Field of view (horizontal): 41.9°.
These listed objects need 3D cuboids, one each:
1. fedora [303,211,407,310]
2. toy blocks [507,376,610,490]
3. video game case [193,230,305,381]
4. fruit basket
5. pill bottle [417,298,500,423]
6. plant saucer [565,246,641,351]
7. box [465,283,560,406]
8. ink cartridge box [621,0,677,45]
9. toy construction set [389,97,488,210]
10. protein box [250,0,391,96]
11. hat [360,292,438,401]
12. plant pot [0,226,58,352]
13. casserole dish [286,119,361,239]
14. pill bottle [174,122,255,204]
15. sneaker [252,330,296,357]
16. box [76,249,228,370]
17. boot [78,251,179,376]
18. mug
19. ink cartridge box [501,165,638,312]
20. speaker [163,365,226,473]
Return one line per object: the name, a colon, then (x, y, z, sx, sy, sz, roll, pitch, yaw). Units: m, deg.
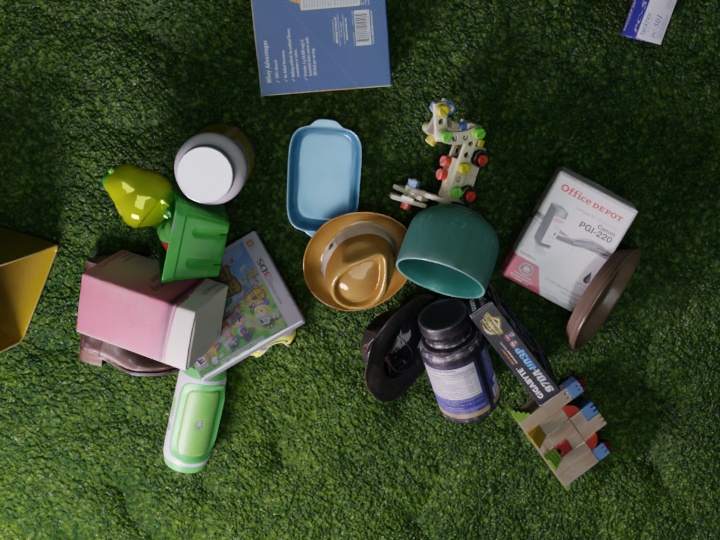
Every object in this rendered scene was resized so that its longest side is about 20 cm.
fedora: (0.000, 0.000, 1.564, 0.200, 0.082, 0.201, -3, 122, -4)
toy blocks: (0.369, 0.278, 1.666, 0.137, 0.100, 0.200, -36, 103, 0)
video game case: (-0.220, 0.058, 1.584, 0.200, 0.022, 0.182, -30, 76, 2)
fruit basket: (-0.319, -0.084, 1.503, 0.215, 0.216, 0.156, 14, 107, -3)
pill bottle: (0.164, 0.151, 1.589, 0.112, 0.112, 0.200, -16, 121, 6)
plant saucer: (0.396, 0.044, 1.546, 0.029, 0.200, 0.200, 33, 107, 21)
box: (0.251, 0.111, 1.574, 0.046, 0.159, 0.200, -36, 103, 12)
ink cartridge box: (0.463, -0.451, 1.434, 0.044, 0.094, 0.201, 15, 106, -3)
toy construction set: (0.133, -0.174, 1.523, 0.131, 0.092, 0.200, 9, 121, -31)
protein box: (-0.058, -0.380, 1.443, 0.199, 0.135, 0.199, -4, 107, 2)
hat: (0.056, 0.119, 1.615, 0.081, 0.200, 0.201, 28, 112, 39)
plant pot: (-0.655, 0.021, 1.555, 0.176, 0.200, 0.200, 27, 106, 4)
casserole dish: (-0.060, -0.154, 1.563, 0.121, 0.039, 0.201, 4, 108, 0)
pill bottle: (-0.230, -0.166, 1.476, 0.112, 0.200, 0.113, 0, 105, 0)
sneaker: (-0.206, 0.121, 1.631, 0.199, 0.075, 0.077, -15, 111, 10)
box: (-0.332, 0.060, 1.505, 0.199, 0.128, 0.109, 18, 113, 11)
boot: (-0.394, 0.075, 1.631, 0.186, 0.064, 0.201, 10, 102, -4)
mug: (0.138, -0.036, 1.526, 0.152, 0.185, 0.115, 28, 73, -25)
ink cartridge box: (0.344, -0.052, 1.554, 0.145, 0.085, 0.200, 28, 104, 3)
speaker: (-0.293, 0.254, 1.667, 0.088, 0.088, 0.201, 14, 107, -3)
